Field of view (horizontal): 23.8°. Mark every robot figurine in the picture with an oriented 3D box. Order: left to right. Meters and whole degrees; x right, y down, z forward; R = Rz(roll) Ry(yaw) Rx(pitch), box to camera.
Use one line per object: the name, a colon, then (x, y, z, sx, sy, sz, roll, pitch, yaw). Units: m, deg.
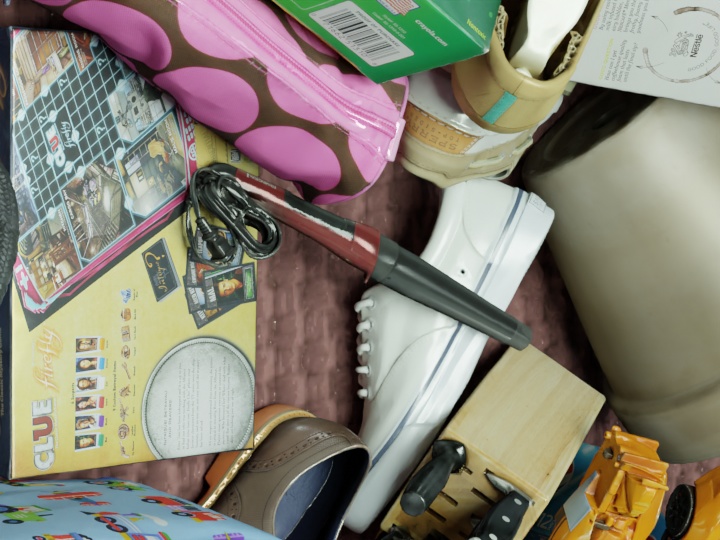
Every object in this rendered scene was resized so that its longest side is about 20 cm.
robot figurine: (0.142, 0.182, 0.923, 0.144, 0.058, 0.201, 13, 117, -15)

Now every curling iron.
curling iron: (0.000, 0.000, 0.831, 0.199, 0.026, 0.050, 23, 71, -27)

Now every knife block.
knife block: (0.066, 0.103, 0.869, 0.064, 0.176, 0.200, 35, 69, 6)

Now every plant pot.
plant pot: (0.187, -0.023, 0.958, 0.200, 0.200, 0.174, -44, 103, -26)

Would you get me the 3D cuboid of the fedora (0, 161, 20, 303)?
fedora: (-0.223, 0.020, 0.667, 0.200, 0.200, 0.092, -40, 153, -28)

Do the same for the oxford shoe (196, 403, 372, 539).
oxford shoe: (-0.064, 0.155, 0.833, 0.071, 0.073, 0.200, 41, 71, -34)

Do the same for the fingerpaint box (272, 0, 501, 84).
fingerpaint box: (-0.014, -0.203, 0.702, 0.200, 0.073, 0.167, 35, 59, -36)

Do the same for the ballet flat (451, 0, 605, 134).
ballet flat: (0.099, -0.154, 0.754, 0.068, 0.063, 0.201, 21, 78, -8)

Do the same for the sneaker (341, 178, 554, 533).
sneaker: (0.027, 0.039, 0.904, 0.071, 0.073, 0.201, 28, 88, 4)

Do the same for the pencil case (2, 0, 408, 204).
pencil case: (-0.062, -0.105, 0.749, 0.200, 0.094, 0.091, 33, 69, -33)

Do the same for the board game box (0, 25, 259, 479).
board game box: (-0.111, -0.010, 0.802, 0.135, 0.035, 0.201, -2, 97, -38)

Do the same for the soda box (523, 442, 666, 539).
soda box: (0.158, 0.185, 1.016, 0.064, 0.068, 0.200, -51, 122, -20)

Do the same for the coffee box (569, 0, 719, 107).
coffee box: (0.192, -0.143, 0.872, 0.199, 0.113, 0.080, 8, 129, -13)

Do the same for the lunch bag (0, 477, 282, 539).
lunch bag: (-0.154, 0.126, 0.709, 0.200, 0.150, 0.094, 19, 84, -38)

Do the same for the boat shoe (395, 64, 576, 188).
boat shoe: (0.057, -0.086, 0.872, 0.069, 0.075, 0.200, -63, 166, 14)
